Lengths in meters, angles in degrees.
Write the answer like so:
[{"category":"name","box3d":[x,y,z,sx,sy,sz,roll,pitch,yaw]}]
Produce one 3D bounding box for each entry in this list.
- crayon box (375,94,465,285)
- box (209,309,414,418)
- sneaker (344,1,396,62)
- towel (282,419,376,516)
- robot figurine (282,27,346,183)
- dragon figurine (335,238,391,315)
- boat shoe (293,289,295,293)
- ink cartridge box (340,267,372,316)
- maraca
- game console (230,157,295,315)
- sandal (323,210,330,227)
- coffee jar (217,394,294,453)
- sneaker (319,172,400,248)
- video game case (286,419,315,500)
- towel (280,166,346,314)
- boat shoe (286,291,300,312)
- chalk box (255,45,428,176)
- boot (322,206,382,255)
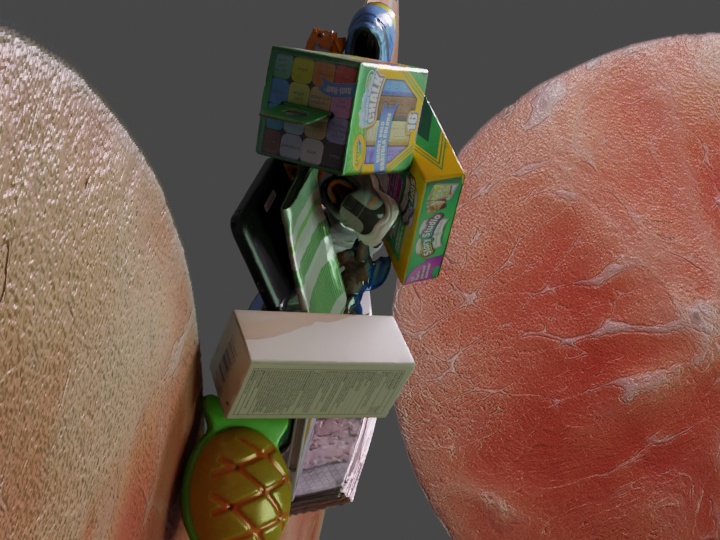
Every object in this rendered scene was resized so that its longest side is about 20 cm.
[{"category":"crayon box","box3d":[0.060,-0.112,1.546,0.201,0.058,0.173,100,-28,-53]},{"category":"box","box3d":[-0.052,0.104,1.342,0.095,0.198,0.078,-62,-143,35]},{"category":"sneaker","box3d":[0.004,-0.234,1.556,0.079,0.065,0.202,-63,162,-52]},{"category":"towel","box3d":[-0.082,0.252,1.640,0.032,0.198,0.192,62,25,-25]},{"category":"robot figurine","box3d":[-0.062,-0.192,1.542,0.145,0.058,0.202,89,12,-64]},{"category":"dragon figurine","box3d":[0.000,0.000,1.583,0.099,0.059,0.201,-34,150,-61]},{"category":"boat shoe","box3d":[-0.093,0.046,1.660,0.201,0.072,0.062,103,-3,-51]},{"category":"ink cartridge box","box3d":[-0.051,0.082,1.806,0.146,0.083,0.201,-97,-161,-46]},{"category":"maraca","box3d":[-0.131,0.220,1.330,0.106,0.136,0.202,-16,-119,44]},{"category":"game console","box3d":[-0.129,-0.007,1.418,0.200,0.115,0.177,-72,142,-62]},{"category":"sandal","box3d":[-0.069,-0.073,1.584,0.075,0.048,0.202,37,40,-37]},{"category":"coffee jar","box3d":[-0.122,0.173,1.491,0.200,0.084,0.105,75,28,-82]},{"category":"sneaker","box3d":[-0.017,-0.098,1.523,0.074,0.079,0.200,-53,-153,4]},{"category":"video game case","box3d":[-0.065,0.168,1.543,0.143,0.017,0.201,-73,175,-56]},{"category":"towel","box3d":[-0.052,-0.011,1.432,0.153,0.023,0.202,-71,154,-61]},{"category":"boat shoe","box3d":[-0.092,0.078,1.539,0.075,0.065,0.202,-54,171,20]},{"category":"chalk box","box3d":[-0.031,-0.178,1.372,0.199,0.124,0.125,-8,112,-60]},{"category":"boot","box3d":[-0.003,-0.060,1.712,0.199,0.095,0.074,-7,79,-54]}]
